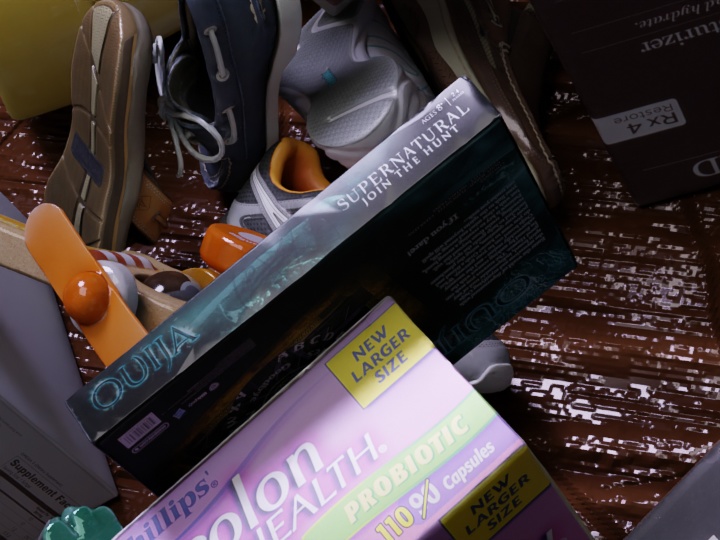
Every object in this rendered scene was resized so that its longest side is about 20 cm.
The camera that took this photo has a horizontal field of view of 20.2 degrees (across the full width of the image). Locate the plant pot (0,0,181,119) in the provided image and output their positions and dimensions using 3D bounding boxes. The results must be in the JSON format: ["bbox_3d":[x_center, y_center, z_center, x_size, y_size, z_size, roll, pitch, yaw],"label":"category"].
[{"bbox_3d":[-0.142,-0.210,1.149,0.188,0.201,0.201,-20,52,-6],"label":"plant pot"}]

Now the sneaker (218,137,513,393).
[{"bbox_3d":[0.000,0.000,0.996,0.200,0.078,0.078,32,106,36],"label":"sneaker"}]

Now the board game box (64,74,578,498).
[{"bbox_3d":[-0.009,0.023,0.822,0.200,0.135,0.028,-39,58,-1],"label":"board game box"}]

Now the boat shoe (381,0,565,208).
[{"bbox_3d":[0.070,-0.114,1.053,0.074,0.075,0.203,-25,53,-1],"label":"boat shoe"}]

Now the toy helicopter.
[{"bbox_3d":[-0.131,0.004,0.941,0.199,0.132,0.079,21,100,6],"label":"toy helicopter"}]

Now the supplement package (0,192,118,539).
[{"bbox_3d":[-0.230,0.035,1.049,0.110,0.156,0.201,-29,52,8],"label":"supplement package"}]

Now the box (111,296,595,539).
[{"bbox_3d":[0.007,0.142,0.840,0.176,0.200,0.097,-41,51,-4],"label":"box"}]

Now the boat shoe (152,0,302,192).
[{"bbox_3d":[-0.073,-0.096,1.032,0.061,0.200,0.075,-17,71,-17],"label":"boat shoe"}]

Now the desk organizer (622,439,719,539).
[{"bbox_3d":[0.119,0.168,0.828,0.200,0.077,0.072,-47,52,4],"label":"desk organizer"}]

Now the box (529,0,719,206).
[{"bbox_3d":[0.169,-0.167,0.955,0.165,0.200,0.165,-16,55,16],"label":"box"}]

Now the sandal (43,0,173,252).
[{"bbox_3d":[-0.124,-0.050,1.055,0.054,0.201,0.080,-7,40,-29],"label":"sandal"}]

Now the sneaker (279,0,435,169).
[{"bbox_3d":[0.005,-0.086,1.065,0.070,0.080,0.201,-40,27,11],"label":"sneaker"}]

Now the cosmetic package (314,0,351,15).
[{"bbox_3d":[-0.007,-0.202,0.980,0.087,0.200,0.103,43,87,0],"label":"cosmetic package"}]

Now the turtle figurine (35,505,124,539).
[{"bbox_3d":[-0.134,0.181,0.913,0.100,0.200,0.151,19,66,3],"label":"turtle figurine"}]
